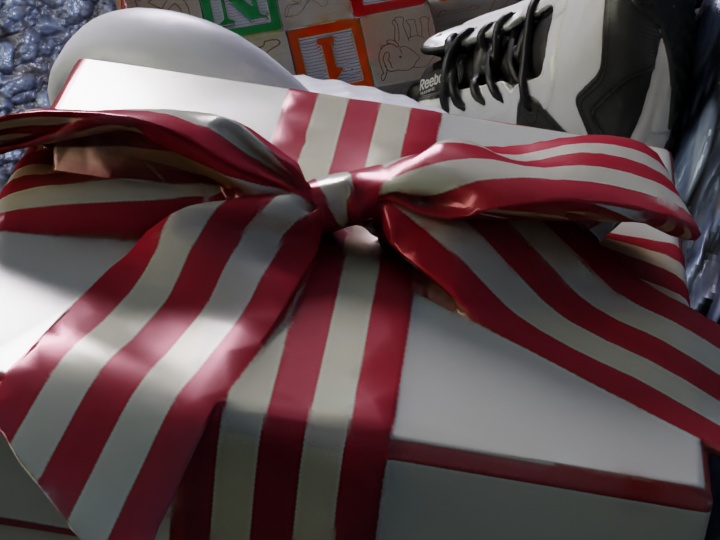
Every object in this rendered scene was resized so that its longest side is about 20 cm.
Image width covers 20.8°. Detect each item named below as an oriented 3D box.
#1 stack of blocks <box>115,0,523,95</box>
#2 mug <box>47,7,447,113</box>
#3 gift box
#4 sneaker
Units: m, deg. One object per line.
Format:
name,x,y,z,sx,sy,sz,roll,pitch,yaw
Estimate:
stack of blocks,0.003,-0.121,0.779,0.059,0.199,0.116,123,135,-76
mug,-0.023,-0.006,0.634,0.175,0.200,0.148,10,55,48
gift box,-0.006,0.059,0.464,0.200,0.184,0.187,-90,7,-62
sneaker,0.059,-0.059,0.666,0.200,0.080,0.074,123,164,-71
